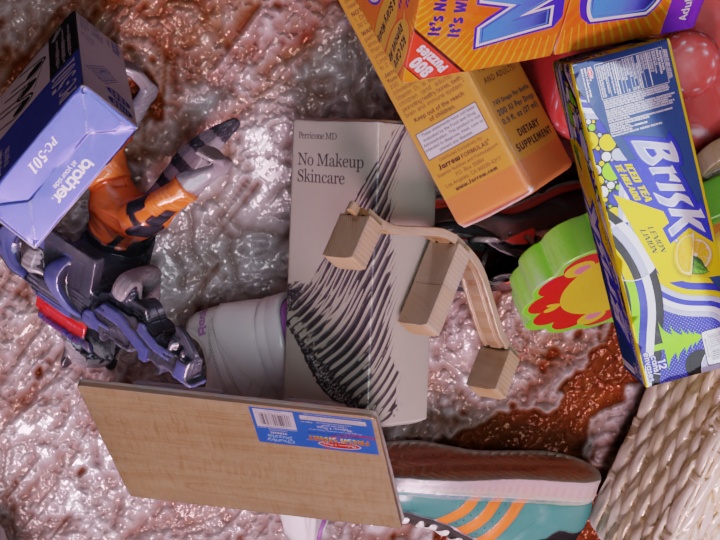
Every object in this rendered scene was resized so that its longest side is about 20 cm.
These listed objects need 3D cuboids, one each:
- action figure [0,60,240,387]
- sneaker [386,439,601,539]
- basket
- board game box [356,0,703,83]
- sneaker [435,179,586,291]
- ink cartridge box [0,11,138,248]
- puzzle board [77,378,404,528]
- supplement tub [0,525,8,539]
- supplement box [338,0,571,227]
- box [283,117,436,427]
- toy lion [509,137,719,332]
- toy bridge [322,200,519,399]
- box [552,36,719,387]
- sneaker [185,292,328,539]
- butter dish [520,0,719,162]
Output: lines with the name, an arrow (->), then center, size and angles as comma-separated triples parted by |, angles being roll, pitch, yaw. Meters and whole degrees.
action figure -> -0.139, -0.009, 1.204 | 0.104, 0.200, 0.194 | -5, 129, -56
sneaker -> 0.078, 0.175, 1.338 | 0.199, 0.071, 0.080 | 6, 108, -18
basket -> 0.267, 0.142, 1.326 | 0.123, 0.136, 0.201 | 18, 105, -20
board game box -> 0.090, -0.262, 1.053 | 0.199, 0.201, 0.200 | -12, 144, -20
sneaker -> 0.119, -0.011, 1.274 | 0.199, 0.082, 0.078 | -6, 111, -8
ink cartridge box -> -0.186, -0.091, 1.122 | 0.044, 0.200, 0.094 | 39, 100, -21
puzzle board -> -0.076, 0.120, 1.222 | 0.199, 0.017, 0.151 | 5, 146, 12
supplement tub -> -0.276, 0.287, 1.277 | 0.144, 0.145, 0.201 | -16, 112, -4
supplement box -> 0.055, -0.135, 1.182 | 0.069, 0.066, 0.201 | -28, 93, 38
box -> 0.000, 0.000, 1.219 | 0.068, 0.082, 0.201 | -3, 95, -50
toy lion -> 0.197, -0.007, 1.241 | 0.191, 0.069, 0.200 | -25, 156, 8
toy bridge -> 0.048, 0.009, 1.193 | 0.200, 0.027, 0.068 | 43, 62, -43
box -> 0.173, -0.036, 1.110 | 0.064, 0.070, 0.201 | -14, 98, -1
sneaker -> -0.068, 0.106, 1.300 | 0.099, 0.075, 0.201 | -4, 116, 16
butter dish -> 0.193, -0.149, 1.201 | 0.198, 0.148, 0.201 | 6, 109, -13
